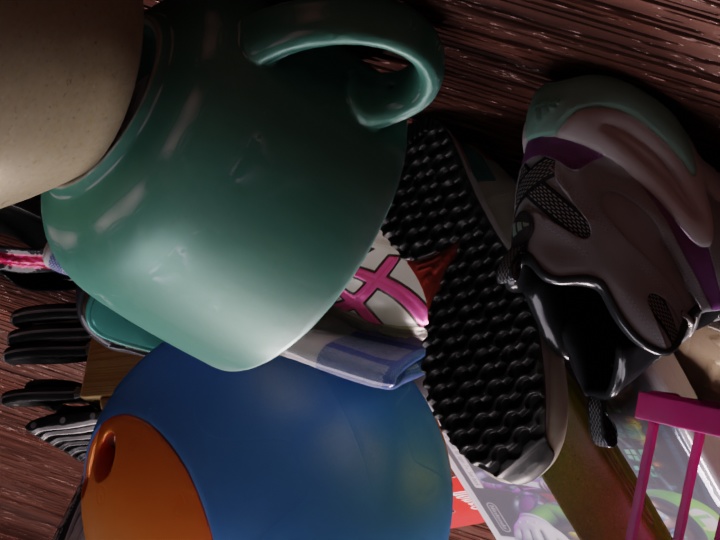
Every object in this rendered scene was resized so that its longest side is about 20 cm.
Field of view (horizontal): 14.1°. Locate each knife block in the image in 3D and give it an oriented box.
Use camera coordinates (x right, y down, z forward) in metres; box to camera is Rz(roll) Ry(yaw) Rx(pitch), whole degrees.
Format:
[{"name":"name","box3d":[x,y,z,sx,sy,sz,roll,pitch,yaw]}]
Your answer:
[{"name":"knife block","box3d":[-0.123,0.044,1.789,0.176,0.200,0.064,50,-172,36]}]

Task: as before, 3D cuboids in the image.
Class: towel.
[{"name":"towel","box3d":[-0.053,0.012,1.502,0.199,0.024,0.147,20,-168,15]}]

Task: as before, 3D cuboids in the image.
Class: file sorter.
[{"name":"file sorter","box3d":[0.226,0.136,1.371,0.139,0.126,0.200,12,-179,35]}]

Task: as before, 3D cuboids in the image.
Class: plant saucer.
[{"name":"plant saucer","box3d":[0.120,0.109,1.455,0.200,0.031,0.200,56,-174,-8]}]

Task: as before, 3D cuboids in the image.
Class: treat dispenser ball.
[{"name":"treat dispenser ball","box3d":[-0.050,0.121,1.558,0.200,0.202,0.201,18,165,5]}]

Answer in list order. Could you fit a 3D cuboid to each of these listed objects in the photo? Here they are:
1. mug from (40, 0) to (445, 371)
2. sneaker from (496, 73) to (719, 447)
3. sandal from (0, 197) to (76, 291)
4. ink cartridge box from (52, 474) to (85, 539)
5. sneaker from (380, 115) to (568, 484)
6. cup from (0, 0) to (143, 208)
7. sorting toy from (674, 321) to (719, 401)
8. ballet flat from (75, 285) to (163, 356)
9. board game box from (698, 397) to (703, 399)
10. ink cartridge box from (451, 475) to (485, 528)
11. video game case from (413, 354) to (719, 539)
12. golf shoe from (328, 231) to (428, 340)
[{"name":"mug","box3d":[-0.062,-0.061,1.285,0.114,0.185,0.152,30,-174,-27]},{"name":"sneaker","box3d":[0.136,0.017,1.272,0.200,0.140,0.078,27,160,-26]},{"name":"sandal","box3d":[-0.185,-0.007,1.780,0.199,0.045,0.075,23,166,-12]},{"name":"ink cartridge box","box3d":[-0.150,0.126,1.908,0.043,0.199,0.200,29,163,-9]},{"name":"sneaker","box3d":[0.071,0.018,1.340,0.093,0.200,0.070,23,125,-40]},{"name":"cup","box3d":[-0.174,-0.101,1.208,0.143,0.201,0.200,10,171,-29]},{"name":"sorting toy","box3d":[0.252,0.057,1.487,0.184,0.037,0.200,18,169,8]},{"name":"ballet flat","box3d":[-0.069,0.038,1.669,0.199,0.073,0.073,22,165,-12]},{"name":"board game box","box3d":[0.194,0.083,1.637,0.199,0.020,0.103,19,174,1]},{"name":"ink cartridge box","box3d":[0.118,0.150,1.770,0.199,0.050,0.161,-14,162,16]},{"name":"video game case","box3d":[0.120,0.100,1.591,0.181,0.023,0.200,2,138,37]},{"name":"golf shoe","box3d":[-0.008,-0.025,1.440,0.199,0.073,0.092,15,143,-4]}]
